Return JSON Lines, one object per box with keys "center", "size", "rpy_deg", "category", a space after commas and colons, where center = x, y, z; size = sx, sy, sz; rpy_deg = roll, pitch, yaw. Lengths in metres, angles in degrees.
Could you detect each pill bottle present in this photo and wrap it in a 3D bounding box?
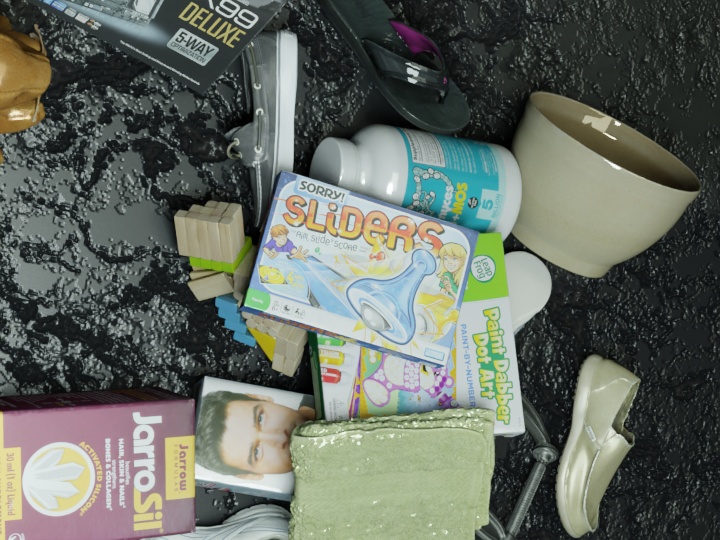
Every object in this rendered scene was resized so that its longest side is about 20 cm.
{"center": [0.053, -0.084, 1.623], "size": [0.200, 0.111, 0.111], "rpy_deg": [7, 91, -27], "category": "pill bottle"}

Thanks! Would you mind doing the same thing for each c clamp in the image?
{"center": [0.158, 0.228, 1.720], "size": [0.171, 0.027, 0.200], "rpy_deg": [42, 53, -24], "category": "c clamp"}

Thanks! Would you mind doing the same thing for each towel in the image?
{"center": [0.030, 0.197, 1.521], "size": [0.200, 0.036, 0.149], "rpy_deg": [-4, 117, -14], "category": "towel"}

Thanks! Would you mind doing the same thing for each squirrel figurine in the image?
{"center": [-0.355, -0.166, 1.359], "size": [0.200, 0.187, 0.142], "rpy_deg": [12, 89, -28], "category": "squirrel figurine"}

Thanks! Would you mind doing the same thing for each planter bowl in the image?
{"center": [0.233, -0.078, 1.687], "size": [0.200, 0.200, 0.135], "rpy_deg": [17, 112, -28], "category": "planter bowl"}

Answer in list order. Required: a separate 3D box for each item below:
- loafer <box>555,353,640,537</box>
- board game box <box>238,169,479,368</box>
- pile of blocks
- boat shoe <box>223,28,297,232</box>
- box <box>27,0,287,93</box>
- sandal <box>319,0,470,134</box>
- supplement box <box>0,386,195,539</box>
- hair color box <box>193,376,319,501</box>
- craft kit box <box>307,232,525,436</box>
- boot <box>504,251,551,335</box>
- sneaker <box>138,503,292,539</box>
{"center": [0.259, 0.192, 1.762], "size": [0.076, 0.068, 0.200], "rpy_deg": [10, 88, -66], "category": "loafer"}
{"center": [0.000, 0.000, 1.528], "size": [0.200, 0.034, 0.136], "rpy_deg": [16, 78, -10], "category": "board game box"}
{"center": [-0.111, 0.009, 1.580], "size": [0.200, 0.082, 0.062], "rpy_deg": [62, 36, -25], "category": "pile of blocks"}
{"center": [-0.099, -0.134, 1.568], "size": [0.066, 0.070, 0.200], "rpy_deg": [3, 96, -10], "category": "boat shoe"}
{"center": [-0.180, -0.264, 1.465], "size": [0.200, 0.158, 0.050], "rpy_deg": [27, 42, -27], "category": "box"}
{"center": [0.038, -0.216, 1.607], "size": [0.200, 0.048, 0.075], "rpy_deg": [48, 55, -6], "category": "sandal"}
{"center": [-0.259, 0.180, 1.484], "size": [0.200, 0.103, 0.131], "rpy_deg": [-3, 94, -28], "category": "supplement box"}
{"center": [-0.067, 0.171, 1.572], "size": [0.200, 0.061, 0.099], "rpy_deg": [11, 76, -13], "category": "hair color box"}
{"center": [0.050, 0.068, 1.569], "size": [0.197, 0.049, 0.200], "rpy_deg": [-4, 80, -16], "category": "craft kit box"}
{"center": [0.123, 0.056, 1.700], "size": [0.073, 0.090, 0.200], "rpy_deg": [48, 44, 1], "category": "boot"}
{"center": [-0.140, 0.277, 1.563], "size": [0.200, 0.087, 0.075], "rpy_deg": [-18, 104, -24], "category": "sneaker"}
